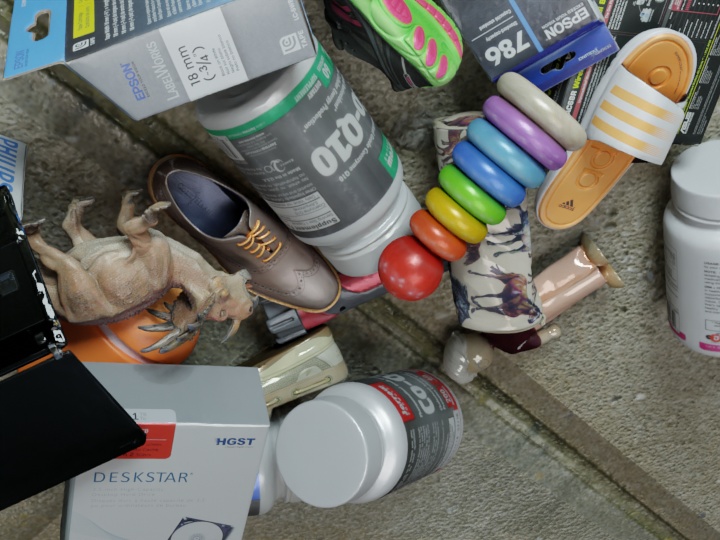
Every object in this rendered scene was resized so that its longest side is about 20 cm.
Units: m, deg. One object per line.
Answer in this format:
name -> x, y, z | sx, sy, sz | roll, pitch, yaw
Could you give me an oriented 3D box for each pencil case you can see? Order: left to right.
pencil case -> 0.118, -0.042, 0.857 | 0.089, 0.078, 0.200 | -8, 102, -5

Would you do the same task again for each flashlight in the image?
flashlight -> 0.000, 0.000, 0.910 | 0.200, 0.068, 0.068 | -25, 84, 0

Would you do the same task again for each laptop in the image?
laptop -> -0.284, 0.071, 0.710 | 0.177, 0.200, 0.103 | -25, 170, 2

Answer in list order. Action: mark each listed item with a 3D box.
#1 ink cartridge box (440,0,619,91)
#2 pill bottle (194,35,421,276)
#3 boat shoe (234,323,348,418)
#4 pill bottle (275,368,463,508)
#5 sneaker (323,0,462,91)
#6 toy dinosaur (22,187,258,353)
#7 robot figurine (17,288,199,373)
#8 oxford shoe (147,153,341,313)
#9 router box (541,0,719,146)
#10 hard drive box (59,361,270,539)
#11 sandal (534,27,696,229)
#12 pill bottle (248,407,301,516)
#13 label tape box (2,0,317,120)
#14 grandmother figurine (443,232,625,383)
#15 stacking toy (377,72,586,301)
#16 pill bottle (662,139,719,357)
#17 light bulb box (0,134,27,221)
ink cartridge box -> 0.114, -0.224, 0.751 | 0.099, 0.039, 0.200 | -29, 114, 24
pill bottle -> -0.035, -0.093, 0.800 | 0.113, 0.113, 0.200 | -33, 127, 9
boat shoe -> -0.107, 0.123, 0.919 | 0.200, 0.072, 0.065 | -28, 102, -10
pill bottle -> 0.012, 0.160, 0.936 | 0.114, 0.114, 0.200 | -49, 160, 20
sneaker -> -0.008, -0.211, 0.742 | 0.200, 0.077, 0.084 | 48, 142, -19
toy dinosaur -> -0.192, 0.011, 0.767 | 0.200, 0.086, 0.136 | -8, 108, 4
robot figurine -> -0.223, 0.068, 0.864 | 0.200, 0.144, 0.117 | -43, 156, 16
oxford shoe -> -0.096, -0.023, 0.827 | 0.200, 0.073, 0.071 | 35, 88, -18
router box -> 0.245, -0.209, 0.823 | 0.150, 0.062, 0.200 | 1, 124, -16
hard drive box -> -0.176, 0.179, 0.837 | 0.156, 0.077, 0.200 | 3, 124, -18
sandal -> 0.222, -0.102, 0.816 | 0.079, 0.059, 0.207 | 12, 127, -22
pill bottle -> -0.147, 0.195, 0.975 | 0.200, 0.114, 0.114 | -5, 126, -12
label tape box -> -0.144, -0.176, 0.693 | 0.200, 0.144, 0.063 | -20, 129, 0
grandmother figurine -> 0.166, 0.045, 0.988 | 0.200, 0.061, 0.121 | -38, 117, 10
stacking toy -> 0.086, -0.058, 0.774 | 0.085, 0.085, 0.200 | 33, 103, -32
pill bottle -> 0.361, -0.021, 0.957 | 0.113, 0.113, 0.200 | -18, 127, -2
light bulb box -> -0.390, -0.028, 0.744 | 0.200, 0.125, 0.198 | 20, 116, -27
